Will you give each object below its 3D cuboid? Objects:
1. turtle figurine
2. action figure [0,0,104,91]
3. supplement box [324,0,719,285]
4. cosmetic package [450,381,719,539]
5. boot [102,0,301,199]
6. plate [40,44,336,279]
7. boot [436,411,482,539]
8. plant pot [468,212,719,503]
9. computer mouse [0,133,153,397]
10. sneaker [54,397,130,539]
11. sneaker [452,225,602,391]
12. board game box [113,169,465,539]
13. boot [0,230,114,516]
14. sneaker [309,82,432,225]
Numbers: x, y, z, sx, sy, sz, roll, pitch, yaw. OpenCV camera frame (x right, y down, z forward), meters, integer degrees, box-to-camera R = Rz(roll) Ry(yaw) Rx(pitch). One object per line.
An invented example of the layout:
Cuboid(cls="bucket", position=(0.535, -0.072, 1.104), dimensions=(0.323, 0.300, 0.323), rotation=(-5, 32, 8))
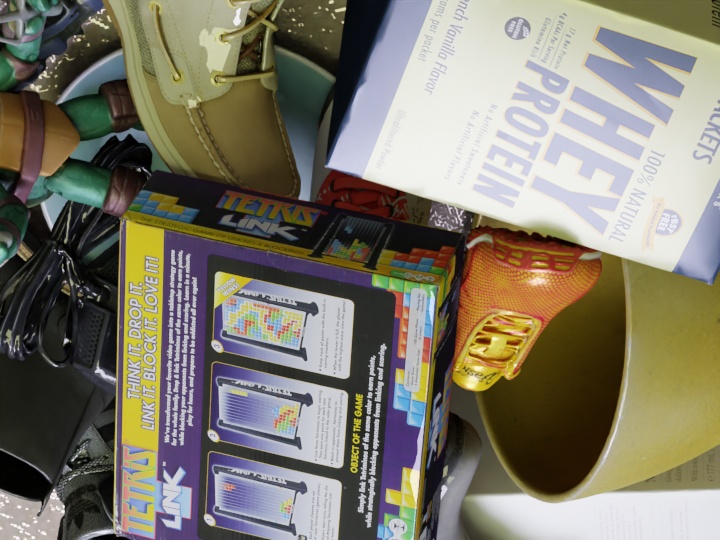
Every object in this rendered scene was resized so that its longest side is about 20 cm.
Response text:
Cuboid(cls="turtle figurine", position=(-0.170, -0.071, 1.517), dimensions=(0.200, 0.150, 0.101), rotation=(5, 174, -27))
Cuboid(cls="action figure", position=(-0.236, -0.124, 1.577), dimensions=(0.200, 0.105, 0.194), rotation=(-36, 126, -2))
Cuboid(cls="supplement box", position=(0.103, -0.128, 1.451), dimensions=(0.199, 0.200, 0.134), rotation=(16, 128, -8))
Cuboid(cls="cosmetic package", position=(0.113, 0.122, 1.690), dimensions=(0.199, 0.113, 0.081), rotation=(-2, 125, 5))
Cuboid(cls="boot", position=(-0.050, -0.133, 1.475), dimensions=(0.155, 0.072, 0.200), rotation=(-29, 81, 41))
Cuboid(cls="plate", position=(-0.079, -0.051, 1.634), dimensions=(0.200, 0.026, 0.201), rotation=(2, 127, 3))
Cuboid(cls="boot", position=(0.063, 0.164, 1.623), dimensions=(0.131, 0.070, 0.200), rotation=(19, 132, -8))
Cuboid(cls="plant pot", position=(0.160, 0.020, 1.579), dimensions=(0.142, 0.200, 0.200), rotation=(-2, 130, -22))
Cuboid(cls="computer mouse", position=(-0.108, 0.028, 1.632), dimensions=(0.200, 0.053, 0.139), rotation=(39, 78, -29))
Cuboid(cls="sneaker", position=(-0.166, 0.106, 1.702), dimensions=(0.200, 0.114, 0.075), rotation=(38, 121, -21))
Cuboid(cls="sneaker", position=(0.076, 0.021, 1.503), dimensions=(0.073, 0.077, 0.200), rotation=(9, 169, -9))
Cuboid(cls="board game box", position=(-0.039, 0.060, 1.500), dimensions=(0.165, 0.057, 0.200), rotation=(13, 124, 12))
Cuboid(cls="boot", position=(-0.226, 0.033, 1.627), dimensions=(0.200, 0.139, 0.078), rotation=(27, 140, -3))
Cuboid(cls="sneaker", position=(0.001, 0.001, 1.568), dimensions=(0.067, 0.108, 0.202), rotation=(8, 114, -3))
